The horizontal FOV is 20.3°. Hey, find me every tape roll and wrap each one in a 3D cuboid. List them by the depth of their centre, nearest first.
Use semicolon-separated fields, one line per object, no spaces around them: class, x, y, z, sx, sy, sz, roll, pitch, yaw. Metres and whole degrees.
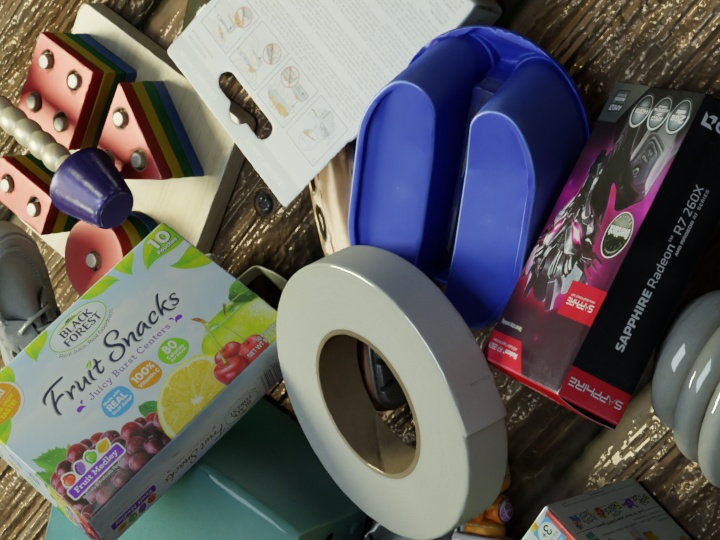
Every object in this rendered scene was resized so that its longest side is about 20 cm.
tape roll;0.018;0.081;1.325;0.203;0.037;0.203;36;139;39

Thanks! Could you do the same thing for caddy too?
caddy;0.074;-0.061;1.322;0.141;0.105;0.200;22;124;22

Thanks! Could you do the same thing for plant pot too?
plant pot;-0.105;0.179;1.491;0.200;0.141;0.142;29;114;30

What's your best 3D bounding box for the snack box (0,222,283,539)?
snack box;-0.160;0.079;1.425;0.142;0.200;0.053;36;160;29

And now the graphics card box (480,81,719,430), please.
graphics card box;0.155;-0.014;1.214;0.200;0.051;0.125;-62;19;0

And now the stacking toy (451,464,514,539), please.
stacking toy;0.081;0.218;1.372;0.110;0.116;0.200;3;84;46

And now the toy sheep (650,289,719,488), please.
toy sheep;0.239;0.071;1.179;0.200;0.138;0.138;31;115;34

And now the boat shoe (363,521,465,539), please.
boat shoe;0.024;0.224;1.430;0.071;0.064;0.200;32;115;33

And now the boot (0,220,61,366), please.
boot;-0.248;0.045;1.597;0.096;0.074;0.200;34;158;26

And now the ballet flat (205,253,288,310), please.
ballet flat;-0.098;0.028;1.509;0.200;0.068;0.075;17;74;26

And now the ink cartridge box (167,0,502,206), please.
ink cartridge box;-0.020;-0.168;1.403;0.200;0.057;0.163;-48;66;24

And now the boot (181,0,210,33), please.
boot;-0.118;-0.233;1.470;0.075;0.097;0.200;33;116;33

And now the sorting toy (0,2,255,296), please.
sorting toy;-0.200;-0.078;1.581;0.199;0.070;0.200;38;118;31

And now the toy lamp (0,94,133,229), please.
toy lamp;-0.247;-0.097;1.536;0.200;0.058;0.058;38;119;33

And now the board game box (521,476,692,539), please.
board game box;0.186;0.244;1.266;0.200;0.105;0.103;48;124;27

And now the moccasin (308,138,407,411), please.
moccasin;-0.001;0.000;1.417;0.078;0.074;0.202;-19;84;45
